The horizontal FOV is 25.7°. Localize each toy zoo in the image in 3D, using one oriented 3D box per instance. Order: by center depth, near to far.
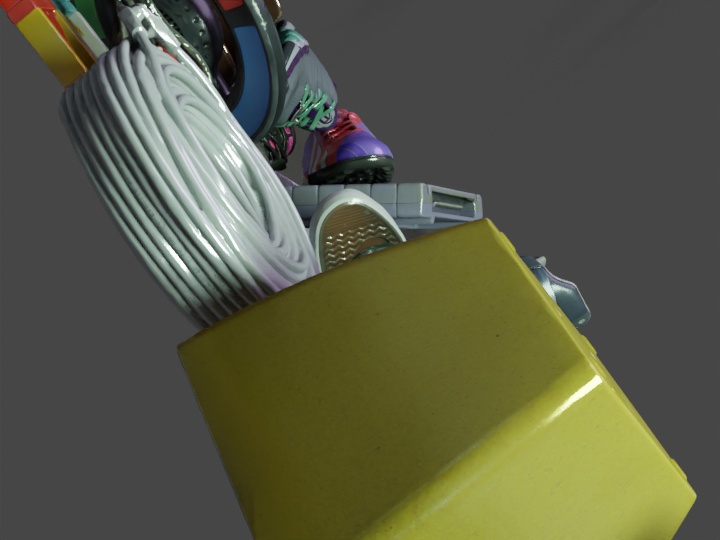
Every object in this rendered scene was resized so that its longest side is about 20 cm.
[{"bbox_3d":[-0.219,-0.179,1.081,0.200,0.020,0.131,52,7,-5],"label":"toy zoo"}]

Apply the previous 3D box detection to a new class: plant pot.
[{"bbox_3d":[0.052,0.096,0.822,0.200,0.176,0.200,47,7,-42],"label":"plant pot"}]

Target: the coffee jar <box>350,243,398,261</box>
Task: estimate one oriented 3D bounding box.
[{"bbox_3d":[0.035,0.073,1.021,0.085,0.105,0.200,18,-23,23],"label":"coffee jar"}]

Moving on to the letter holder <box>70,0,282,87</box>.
[{"bbox_3d":[-0.162,-0.233,1.233,0.200,0.142,0.101,51,6,-19],"label":"letter holder"}]

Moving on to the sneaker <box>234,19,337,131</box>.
[{"bbox_3d":[-0.047,-0.142,1.249,0.087,0.074,0.200,42,16,-13],"label":"sneaker"}]

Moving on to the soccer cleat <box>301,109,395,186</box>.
[{"bbox_3d":[-0.016,-0.103,1.322,0.200,0.068,0.074,178,-91,-81],"label":"soccer cleat"}]

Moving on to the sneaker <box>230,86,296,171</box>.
[{"bbox_3d":[-0.090,-0.110,1.283,0.200,0.083,0.077,-113,-154,-62],"label":"sneaker"}]

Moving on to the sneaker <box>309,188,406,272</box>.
[{"bbox_3d":[0.000,0.000,1.183,0.085,0.073,0.200,54,-6,43],"label":"sneaker"}]

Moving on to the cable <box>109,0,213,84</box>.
[{"bbox_3d":[-0.142,-0.170,1.046,0.050,0.097,0.201,2,-71,45],"label":"cable"}]

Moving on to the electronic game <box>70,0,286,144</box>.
[{"bbox_3d":[-0.133,-0.172,1.119,0.199,0.042,0.201,28,-39,25],"label":"electronic game"}]

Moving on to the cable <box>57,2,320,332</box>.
[{"bbox_3d":[-0.100,-0.045,0.945,0.200,0.069,0.200,51,12,-34],"label":"cable"}]

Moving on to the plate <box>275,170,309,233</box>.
[{"bbox_3d":[-0.027,-0.018,1.356,0.199,0.032,0.200,32,12,-33],"label":"plate"}]

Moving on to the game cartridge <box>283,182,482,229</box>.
[{"bbox_3d":[0.015,-0.049,1.269,0.200,0.129,0.039,0,86,-72],"label":"game cartridge"}]

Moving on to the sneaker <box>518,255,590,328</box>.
[{"bbox_3d":[0.122,0.079,1.317,0.077,0.146,0.203,43,-33,41],"label":"sneaker"}]
